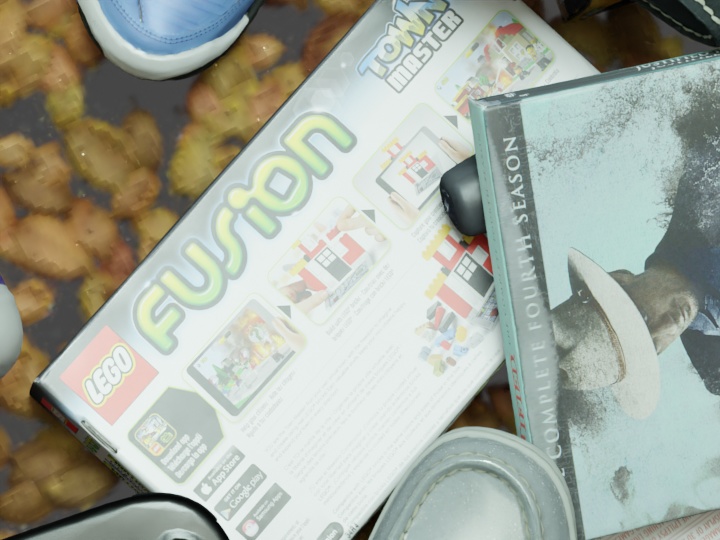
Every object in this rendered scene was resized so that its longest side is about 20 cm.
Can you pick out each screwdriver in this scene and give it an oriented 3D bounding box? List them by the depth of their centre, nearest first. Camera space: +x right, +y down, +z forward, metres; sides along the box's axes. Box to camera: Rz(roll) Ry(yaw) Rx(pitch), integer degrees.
[{"bbox_3d":[0.115,-0.062,0.955,0.199,0.028,0.029,-28,115,-9],"label":"screwdriver"}]

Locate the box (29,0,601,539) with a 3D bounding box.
[{"bbox_3d":[0.000,0.000,0.963,0.110,0.035,0.200,42,78,-1],"label":"box"}]

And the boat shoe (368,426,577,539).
[{"bbox_3d":[0.017,0.148,0.910,0.074,0.065,0.203,20,92,3],"label":"boat shoe"}]

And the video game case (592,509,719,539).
[{"bbox_3d":[0.137,0.111,0.974,0.199,0.023,0.183,-34,88,-13],"label":"video game case"}]

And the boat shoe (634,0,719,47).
[{"bbox_3d":[0.037,-0.123,0.910,0.200,0.076,0.060,37,83,-7],"label":"boat shoe"}]

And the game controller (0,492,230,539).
[{"bbox_3d":[-0.123,0.142,0.909,0.199,0.042,0.105,-19,83,-2],"label":"game controller"}]

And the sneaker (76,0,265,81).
[{"bbox_3d":[-0.035,-0.156,0.960,0.075,0.077,0.201,24,80,-6],"label":"sneaker"}]

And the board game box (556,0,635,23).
[{"bbox_3d":[0.117,-0.202,1.001,0.164,0.057,0.201,-18,85,-10],"label":"board game box"}]

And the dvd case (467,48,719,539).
[{"bbox_3d":[0.140,-0.002,0.946,0.199,0.022,0.147,-11,103,-10],"label":"dvd case"}]

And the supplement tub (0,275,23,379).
[{"bbox_3d":[-0.203,-0.030,0.880,0.145,0.145,0.201,-28,86,-12],"label":"supplement tub"}]
